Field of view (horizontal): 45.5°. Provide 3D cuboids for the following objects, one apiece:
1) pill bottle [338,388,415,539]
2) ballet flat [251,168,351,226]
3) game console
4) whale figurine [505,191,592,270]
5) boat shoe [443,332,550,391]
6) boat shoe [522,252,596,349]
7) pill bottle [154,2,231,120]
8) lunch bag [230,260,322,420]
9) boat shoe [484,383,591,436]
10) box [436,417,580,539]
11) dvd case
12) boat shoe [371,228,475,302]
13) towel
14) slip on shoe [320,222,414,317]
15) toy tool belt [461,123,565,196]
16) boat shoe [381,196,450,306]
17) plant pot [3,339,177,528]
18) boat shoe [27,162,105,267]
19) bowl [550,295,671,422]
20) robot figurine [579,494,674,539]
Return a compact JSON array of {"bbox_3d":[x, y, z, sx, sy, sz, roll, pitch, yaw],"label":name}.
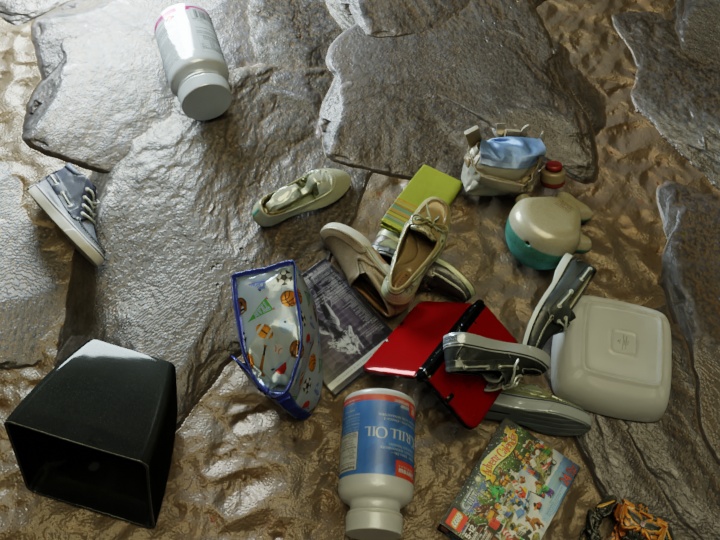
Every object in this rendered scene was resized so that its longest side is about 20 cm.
[{"bbox_3d":[0.025,0.285,1.258,0.111,0.113,0.202,4,61,-3],"label":"pill bottle"},{"bbox_3d":[-0.099,-0.137,1.508,0.199,0.070,0.070,-29,67,-20],"label":"ballet flat"},{"bbox_3d":[0.135,0.144,1.356,0.173,0.119,0.200,48,48,-3],"label":"game console"},{"bbox_3d":[0.332,-0.071,1.509,0.159,0.104,0.199,37,39,18],"label":"whale figurine"},{"bbox_3d":[0.206,0.144,1.279,0.198,0.073,0.069,17,64,-36],"label":"boat shoe"},{"bbox_3d":[0.319,0.061,1.381,0.060,0.076,0.201,23,70,19],"label":"boat shoe"},{"bbox_3d":[-0.310,-0.387,1.599,0.112,0.114,0.202,-14,63,-13],"label":"pill bottle"},{"bbox_3d":[-0.121,0.115,1.295,0.122,0.170,0.202,-14,68,5],"label":"lunch bag"},{"bbox_3d":[0.266,0.207,1.350,0.198,0.072,0.062,13,53,4],"label":"boat shoe"},{"bbox_3d":[0.223,0.341,1.288,0.136,0.038,0.201,32,63,12],"label":"box"},{"bbox_3d":[-0.051,0.090,1.414,0.148,0.016,0.200,-36,69,-22],"label":"dvd case"},{"bbox_3d":[0.098,0.003,1.450,0.200,0.072,0.066,34,68,19],"label":"boat shoe"},{"bbox_3d":[0.111,-0.117,1.511,0.085,0.018,0.200,27,44,9],"label":"towel"},{"bbox_3d":[0.000,0.000,1.438,0.200,0.076,0.060,44,55,10],"label":"slip on shoe"},{"bbox_3d":[0.277,-0.203,1.531,0.197,0.124,0.125,-4,34,-7],"label":"toy tool belt"},{"bbox_3d":[0.096,-0.038,1.391,0.073,0.063,0.202,22,70,6],"label":"boat shoe"},{"bbox_3d":[-0.355,0.219,1.221,0.198,0.201,0.179,16,50,4],"label":"plant pot"},{"bbox_3d":[-0.469,-0.100,1.444,0.093,0.075,0.200,-41,71,-16],"label":"boat shoe"},{"bbox_3d":[0.418,0.133,1.404,0.197,0.075,0.202,12,62,2],"label":"bowl"},{"bbox_3d":[0.383,0.425,1.245,0.144,0.058,0.201,27,62,8],"label":"robot figurine"}]
